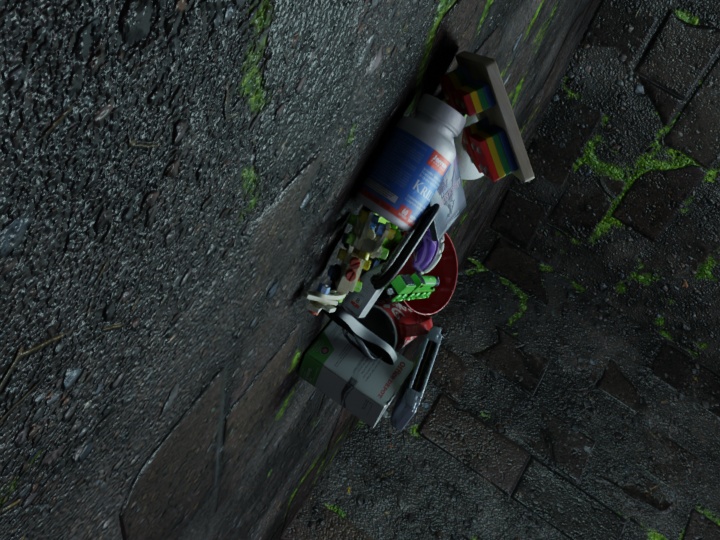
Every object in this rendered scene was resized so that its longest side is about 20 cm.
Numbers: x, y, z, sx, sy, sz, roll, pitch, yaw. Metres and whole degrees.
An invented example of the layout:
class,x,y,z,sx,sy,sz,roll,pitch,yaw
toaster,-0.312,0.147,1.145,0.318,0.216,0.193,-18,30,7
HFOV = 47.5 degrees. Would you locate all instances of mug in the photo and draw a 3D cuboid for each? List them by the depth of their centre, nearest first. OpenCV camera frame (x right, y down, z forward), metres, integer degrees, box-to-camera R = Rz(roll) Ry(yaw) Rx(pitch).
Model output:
class,x,y,z,sx,sy,sz,roll,pitch,yaw
mug,0.080,0.134,1.849,0.199,0.175,0.136,-17,128,-63

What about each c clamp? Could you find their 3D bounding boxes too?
class,x,y,z,sx,sy,sz,roll,pitch,yaw
c clamp,0.073,-0.037,1.365,0.201,0.027,0.170,-56,-170,-30

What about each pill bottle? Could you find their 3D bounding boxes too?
class,x,y,z,sx,sy,sz,roll,pitch,yaw
pill bottle,0.085,-0.174,1.313,0.203,0.111,0.112,-60,170,5

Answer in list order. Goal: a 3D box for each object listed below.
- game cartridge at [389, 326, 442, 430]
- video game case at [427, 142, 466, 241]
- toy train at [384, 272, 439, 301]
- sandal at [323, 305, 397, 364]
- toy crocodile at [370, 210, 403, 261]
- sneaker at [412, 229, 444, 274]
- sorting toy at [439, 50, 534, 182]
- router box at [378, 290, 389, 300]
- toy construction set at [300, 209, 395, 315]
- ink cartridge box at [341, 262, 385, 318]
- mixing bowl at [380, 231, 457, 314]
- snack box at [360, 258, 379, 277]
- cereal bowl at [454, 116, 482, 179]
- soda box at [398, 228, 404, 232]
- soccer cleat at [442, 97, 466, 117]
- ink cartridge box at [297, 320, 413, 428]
class,x,y,z,sx,sy,sz,roll,pitch,yaw
game cartridge,0.116,0.230,1.735,0.134,0.040,0.202,109,4,-54
video game case,0.153,-0.181,1.578,0.143,0.019,0.204,-48,130,-45
toy train,0.109,0.031,1.666,0.056,0.042,0.199,-41,164,21
sandal,-0.006,0.134,1.624,0.075,0.199,0.043,7,-119,56
toy crocodile,0.035,-0.074,1.516,0.067,0.062,0.201,-40,161,-9
sneaker,0.124,-0.092,1.720,0.080,0.082,0.205,-17,-117,49
sorting toy,0.201,-0.253,1.377,0.068,0.203,0.199,-24,-160,1
router box,0.050,0.073,2.022,0.149,0.051,0.202,-42,160,-52
toy construction set,-0.016,-0.009,1.352,0.201,0.091,0.131,-53,-164,11
ink cartridge box,0.040,-0.001,1.599,0.202,0.050,0.162,-58,176,0
mixing bowl,0.113,-0.004,1.819,0.107,0.201,0.201,-3,-138,51
snack box,0.000,0.000,1.646,0.073,0.024,0.200,-59,170,6
cereal bowl,0.257,-0.287,1.725,0.200,0.082,0.204,-44,142,-49
soda box,0.114,-0.164,1.613,0.200,0.063,0.071,-50,166,-44
soccer cleat,0.164,-0.286,1.513,0.201,0.064,0.084,-52,-179,-22
ink cartridge box,-0.009,0.206,1.700,0.146,0.198,0.085,-47,167,-43
